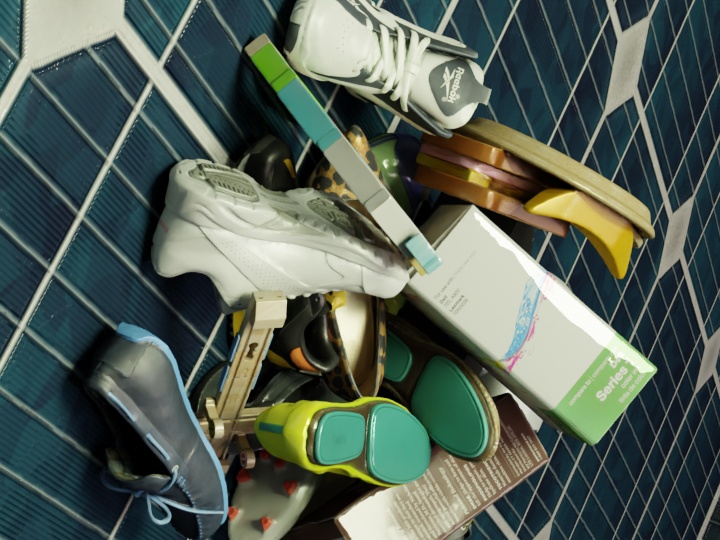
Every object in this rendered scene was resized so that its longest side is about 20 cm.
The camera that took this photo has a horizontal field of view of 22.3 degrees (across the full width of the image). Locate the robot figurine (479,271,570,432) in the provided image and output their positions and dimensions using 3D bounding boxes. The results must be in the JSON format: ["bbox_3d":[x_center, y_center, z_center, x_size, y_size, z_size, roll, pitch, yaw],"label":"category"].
[{"bbox_3d":[0.141,0.089,1.839,0.200,0.125,0.150,-67,-160,-7],"label":"robot figurine"}]

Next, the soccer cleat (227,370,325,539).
[{"bbox_3d":[-0.046,0.155,1.537,0.200,0.069,0.078,-65,145,-21],"label":"soccer cleat"}]

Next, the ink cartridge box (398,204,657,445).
[{"bbox_3d":[0.122,0.040,1.468,0.084,0.200,0.145,-49,-173,-4],"label":"ink cartridge box"}]

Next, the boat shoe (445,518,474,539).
[{"bbox_3d":[0.071,0.229,1.617,0.069,0.057,0.200,13,95,-67],"label":"boat shoe"}]

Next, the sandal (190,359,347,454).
[{"bbox_3d":[-0.052,0.107,1.451,0.200,0.048,0.076,5,82,-46],"label":"sandal"}]

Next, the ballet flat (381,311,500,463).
[{"bbox_3d":[0.060,0.088,1.487,0.065,0.200,0.071,12,114,-47],"label":"ballet flat"}]

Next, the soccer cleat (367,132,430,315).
[{"bbox_3d":[0.004,-0.025,1.544,0.084,0.065,0.200,-6,122,-32],"label":"soccer cleat"}]

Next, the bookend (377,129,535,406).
[{"bbox_3d":[0.077,0.019,1.627,0.200,0.092,0.199,-61,165,-27],"label":"bookend"}]

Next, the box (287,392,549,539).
[{"bbox_3d":[0.049,0.186,1.511,0.200,0.075,0.100,-31,-179,-28],"label":"box"}]

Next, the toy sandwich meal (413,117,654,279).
[{"bbox_3d":[0.141,-0.058,1.473,0.070,0.205,0.205,-61,157,0],"label":"toy sandwich meal"}]

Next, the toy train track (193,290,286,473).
[{"bbox_3d":[-0.088,0.093,1.330,0.114,0.033,0.200,-3,137,-25],"label":"toy train track"}]

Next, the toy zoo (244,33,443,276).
[{"bbox_3d":[-0.004,-0.071,1.310,0.020,0.200,0.131,-38,154,2],"label":"toy zoo"}]

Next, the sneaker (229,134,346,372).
[{"bbox_3d":[-0.048,-0.010,1.379,0.070,0.090,0.200,-45,146,-45],"label":"sneaker"}]

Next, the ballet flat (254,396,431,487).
[{"bbox_3d":[-0.015,0.126,1.385,0.200,0.067,0.067,18,77,-61],"label":"ballet flat"}]

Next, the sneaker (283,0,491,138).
[{"bbox_3d":[0.032,-0.157,1.388,0.080,0.129,0.199,-68,157,-7],"label":"sneaker"}]

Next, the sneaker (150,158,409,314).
[{"bbox_3d":[-0.062,-0.009,1.305,0.200,0.078,0.099,18,114,-25],"label":"sneaker"}]

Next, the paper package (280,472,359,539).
[{"bbox_3d":[-0.024,0.260,1.630,0.191,0.103,0.200,-59,154,-24],"label":"paper package"}]

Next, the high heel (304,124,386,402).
[{"bbox_3d":[0.000,0.000,1.430,0.071,0.143,0.200,-3,125,-18],"label":"high heel"}]

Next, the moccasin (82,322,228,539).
[{"bbox_3d":[-0.155,0.125,1.290,0.068,0.080,0.200,-48,134,-33],"label":"moccasin"}]
